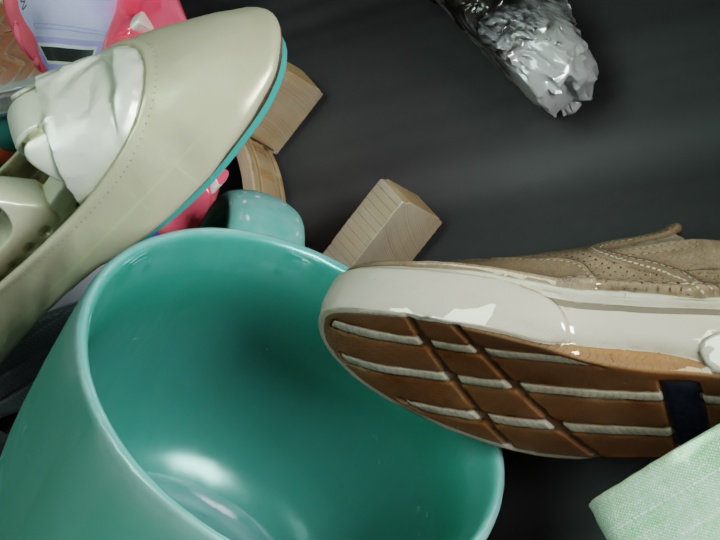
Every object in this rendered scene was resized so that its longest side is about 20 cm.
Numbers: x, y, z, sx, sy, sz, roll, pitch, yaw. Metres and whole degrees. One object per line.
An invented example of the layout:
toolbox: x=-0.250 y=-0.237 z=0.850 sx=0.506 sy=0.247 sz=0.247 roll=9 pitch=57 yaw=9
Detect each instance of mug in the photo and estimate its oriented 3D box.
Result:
mug: x=-0.038 y=0.072 z=0.806 sx=0.152 sy=0.185 sz=0.115 roll=36 pitch=125 yaw=7

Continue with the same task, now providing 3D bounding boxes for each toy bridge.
toy bridge: x=0.000 y=0.000 z=0.880 sx=0.067 sy=0.027 sz=0.200 roll=-51 pitch=48 yaw=12

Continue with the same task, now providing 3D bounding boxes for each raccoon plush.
raccoon plush: x=0.057 y=-0.163 z=0.897 sx=0.134 sy=0.097 sz=0.200 roll=-42 pitch=79 yaw=-1

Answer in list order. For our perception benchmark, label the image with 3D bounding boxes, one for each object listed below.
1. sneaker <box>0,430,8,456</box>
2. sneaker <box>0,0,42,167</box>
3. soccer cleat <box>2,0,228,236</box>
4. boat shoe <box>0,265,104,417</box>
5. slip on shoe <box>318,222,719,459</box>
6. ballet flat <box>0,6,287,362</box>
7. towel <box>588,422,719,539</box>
sneaker: x=-0.131 y=0.115 z=0.845 sx=0.075 sy=0.081 sz=0.200 roll=-49 pitch=46 yaw=21
sneaker: x=-0.172 y=-0.059 z=1.023 sx=0.199 sy=0.080 sz=0.072 roll=-16 pitch=43 yaw=10
soccer cleat: x=-0.102 y=-0.086 z=0.939 sx=0.076 sy=0.067 sz=0.201 roll=-33 pitch=55 yaw=28
boat shoe: x=-0.152 y=0.020 z=0.959 sx=0.199 sy=0.073 sz=0.067 roll=-24 pitch=57 yaw=28
slip on shoe: x=0.088 y=0.016 z=0.748 sx=0.199 sy=0.076 sz=0.061 roll=5 pitch=56 yaw=19
ballet flat: x=-0.109 y=-0.027 z=0.836 sx=0.200 sy=0.069 sz=0.070 roll=-43 pitch=49 yaw=25
towel: x=0.167 y=0.115 z=0.659 sx=0.152 sy=0.023 sz=0.201 roll=-34 pitch=72 yaw=23
